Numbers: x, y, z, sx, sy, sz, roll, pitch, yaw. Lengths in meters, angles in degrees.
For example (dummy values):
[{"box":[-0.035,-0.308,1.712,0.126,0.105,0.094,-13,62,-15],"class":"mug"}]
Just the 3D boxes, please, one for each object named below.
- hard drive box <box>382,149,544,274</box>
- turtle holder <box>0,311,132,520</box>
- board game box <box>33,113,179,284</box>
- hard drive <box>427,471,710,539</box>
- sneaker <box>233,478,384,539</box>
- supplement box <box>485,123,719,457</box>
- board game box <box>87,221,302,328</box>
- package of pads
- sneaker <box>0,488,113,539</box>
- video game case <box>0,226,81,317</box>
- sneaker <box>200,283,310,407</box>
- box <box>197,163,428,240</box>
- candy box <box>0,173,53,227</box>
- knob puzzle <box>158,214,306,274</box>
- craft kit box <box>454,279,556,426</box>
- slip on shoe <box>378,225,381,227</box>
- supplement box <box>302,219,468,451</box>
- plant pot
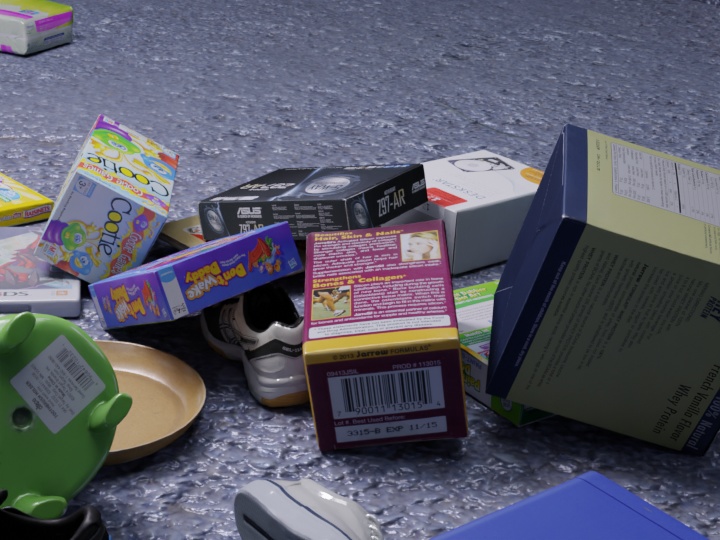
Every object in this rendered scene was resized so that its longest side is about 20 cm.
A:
[{"box":[0.127,-0.071,1.556,0.199,0.078,0.155,-16,29,-39],"class":"hard drive box"},{"box":[-0.258,0.121,0.953,0.140,0.188,0.131,22,-12,-24],"class":"turtle holder"},{"box":[-0.265,-0.073,1.411,0.102,0.105,0.200,27,18,-15],"class":"board game box"},{"box":[0.145,0.208,0.950,0.198,0.026,0.131,-14,29,-37],"class":"hard drive"},{"box":[-0.012,0.190,0.903,0.070,0.074,0.200,-14,28,-30],"class":"sneaker"},{"box":[0.230,0.019,1.110,0.197,0.201,0.135,16,40,-3],"class":"supplement box"},{"box":[-0.156,0.007,1.224,0.133,0.045,0.199,-22,6,-27],"class":"board game box"},{"box":[-0.614,-0.430,2.304,0.198,0.069,0.154,13,25,20],"class":"package of pads"},{"box":[-0.259,0.182,0.866,0.197,0.084,0.071,-1,22,-12],"class":"sneaker"},{"box":[-0.379,-0.001,1.368,0.180,0.023,0.200,-1,23,-12],"class":"video game case"},{"box":[-0.090,0.045,1.222,0.075,0.089,0.200,-10,25,-26],"class":"sneaker"},{"box":[-0.051,-0.074,1.432,0.198,0.044,0.160,1,17,34],"class":"box"},{"box":[-0.457,-0.093,1.572,0.102,0.027,0.199,-13,28,-43],"class":"candy box"},{"box":[-0.101,-0.029,1.473,0.217,0.031,0.220,3,22,-1],"class":"knob puzzle"},{"box":[0.162,0.067,1.272,0.198,0.049,0.197,-11,29,-33],"class":"craft kit box"},{"box":[0.000,0.000,1.376,0.060,0.075,0.200,-10,22,5],"class":"slip on shoe"},{"box":[0.020,0.051,1.150,0.129,0.104,0.201,-6,31,4],"class":"supplement box"},{"box":[-0.229,0.113,1.114,0.197,0.028,0.200,3,22,-1],"class":"plant pot"}]
